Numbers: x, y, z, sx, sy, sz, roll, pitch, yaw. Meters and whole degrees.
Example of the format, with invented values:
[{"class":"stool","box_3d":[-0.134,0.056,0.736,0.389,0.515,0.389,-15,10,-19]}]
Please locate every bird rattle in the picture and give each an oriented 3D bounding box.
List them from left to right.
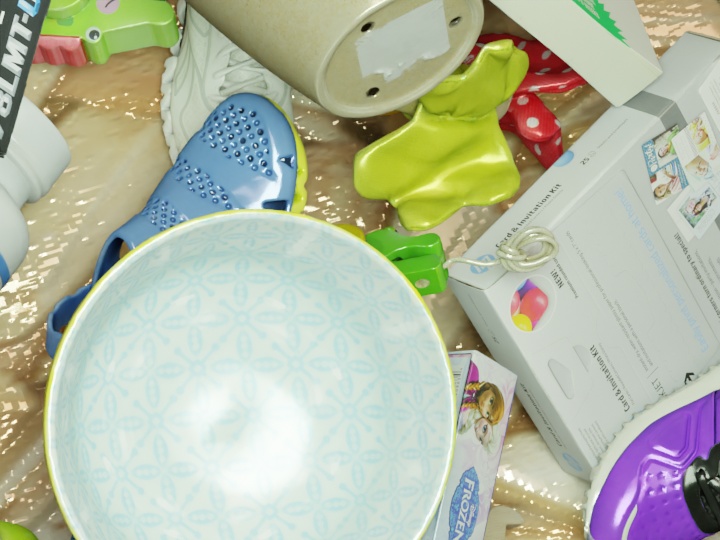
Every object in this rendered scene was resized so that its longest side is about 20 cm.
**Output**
[{"class":"bird rattle","box_3d":[0.039,-0.112,1.602,0.163,0.200,0.113,24,115,6]}]

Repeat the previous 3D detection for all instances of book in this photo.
[{"class":"book","box_3d":[0.083,-0.192,1.613,0.048,0.134,0.200,-37,45,20]}]

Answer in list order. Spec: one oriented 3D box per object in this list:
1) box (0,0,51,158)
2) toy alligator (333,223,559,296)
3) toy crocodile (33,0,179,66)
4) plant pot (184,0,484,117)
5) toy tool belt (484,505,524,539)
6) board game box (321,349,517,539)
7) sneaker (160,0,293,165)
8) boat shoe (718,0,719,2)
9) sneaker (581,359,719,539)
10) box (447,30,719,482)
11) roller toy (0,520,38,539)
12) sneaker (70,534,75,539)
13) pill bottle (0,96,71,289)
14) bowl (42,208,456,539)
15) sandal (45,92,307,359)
[{"class":"box","box_3d":[-0.217,-0.173,1.505,0.050,0.200,0.199,14,94,-40]},{"class":"toy alligator","box_3d":[0.000,0.000,1.526,0.200,0.059,0.054,-15,34,1]},{"class":"toy crocodile","box_3d":[-0.197,-0.139,1.615,0.200,0.068,0.062,7,74,-1]},{"class":"plant pot","box_3d":[-0.026,-0.180,1.487,0.187,0.187,0.200,-22,59,-16]},{"class":"toy tool belt","box_3d":[0.034,0.170,1.567,0.123,0.125,0.200,29,70,-43]},{"class":"board game box","box_3d":[-0.027,0.141,1.518,0.041,0.199,0.200,31,66,-44]},{"class":"sneaker","box_3d":[-0.069,-0.126,1.634,0.075,0.081,0.200,-1,76,-13]},{"class":"boat shoe","box_3d":[0.223,-0.191,1.713,0.057,0.069,0.200,-36,82,-18]},{"class":"sneaker","box_3d":[0.211,0.099,1.602,0.200,0.099,0.070,-38,125,-19]},{"class":"box","box_3d":[0.154,-0.006,1.619,0.200,0.041,0.156,-46,126,-19]},{"class":"roller toy","box_3d":[-0.256,0.181,1.448,0.200,0.182,0.140,-26,62,5]},{"class":"sneaker","box_3d":[-0.113,0.150,1.485,0.078,0.089,0.200,-15,60,13]},{"class":"pill bottle","box_3d":[-0.243,-0.009,1.552,0.112,0.112,0.200,36,71,1]},{"class":"bowl","box_3d":[-0.062,0.072,1.451,0.200,0.108,0.201,0,88,-14]},{"class":"sandal","box_3d":[-0.098,-0.004,1.559,0.079,0.087,0.200,25,86,38]}]
